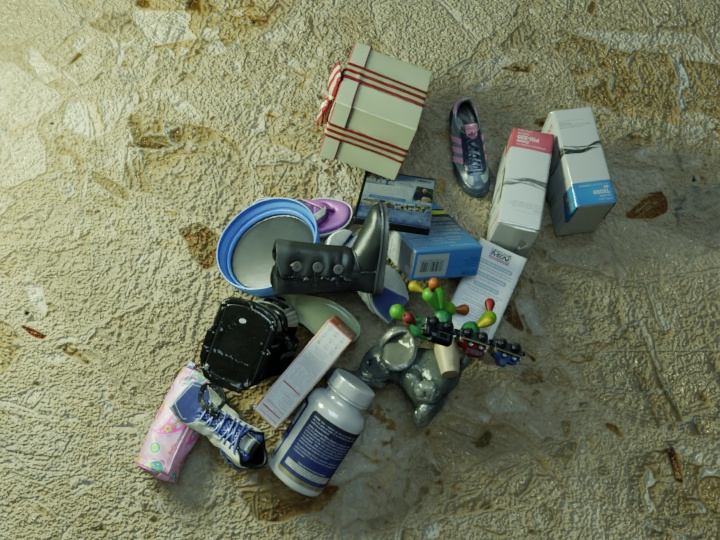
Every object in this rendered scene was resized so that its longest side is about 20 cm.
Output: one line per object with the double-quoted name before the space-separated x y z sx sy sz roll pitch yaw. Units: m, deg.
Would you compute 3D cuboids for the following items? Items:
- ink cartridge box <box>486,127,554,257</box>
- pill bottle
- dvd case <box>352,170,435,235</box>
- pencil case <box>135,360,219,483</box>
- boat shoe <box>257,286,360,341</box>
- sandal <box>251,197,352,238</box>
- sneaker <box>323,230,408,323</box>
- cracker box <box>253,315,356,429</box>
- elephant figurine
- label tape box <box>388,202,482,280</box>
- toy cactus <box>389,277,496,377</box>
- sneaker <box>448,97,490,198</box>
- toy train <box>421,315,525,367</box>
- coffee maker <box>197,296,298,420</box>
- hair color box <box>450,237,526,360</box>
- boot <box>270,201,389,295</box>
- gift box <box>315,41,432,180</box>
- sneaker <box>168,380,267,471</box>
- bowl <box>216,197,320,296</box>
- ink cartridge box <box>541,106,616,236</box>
"ink cartridge box" 0.300 -0.145 1.681 0.084 0.146 0.202 10 70 1
"pill bottle" -0.062 0.272 1.514 0.111 0.111 0.201 34 96 10
"dvd case" 0.067 -0.132 1.676 0.141 0.018 0.201 8 33 3
"pencil case" -0.315 0.267 1.555 0.087 0.088 0.202 24 73 7
"boat shoe" -0.090 0.076 1.637 0.199 0.061 0.073 22 96 6
"sandal" -0.114 -0.107 1.707 0.200 0.050 0.084 -1 71 -1
"sneaker" 0.000 0.000 1.653 0.081 0.115 0.200 -45 108 -9
"cracker box" -0.093 0.173 1.537 0.058 0.134 0.200 41 93 2
"elephant figurine" 0.068 0.170 1.578 0.199 0.143 0.155 35 33 20
"label tape box" 0.116 -0.058 1.655 0.142 0.067 0.200 -5 28 -24
"toy cactus" 0.153 0.099 1.533 0.198 0.102 0.167 10 57 -23
"sneaker" 0.214 -0.245 1.747 0.069 0.082 0.202 -11 72 -6
"toy train" 0.190 0.123 1.490 0.198 0.034 0.046 18 77 -18
"coffee maker" -0.197 0.137 1.524 0.135 0.200 0.192 44 95 8
"hair color box" 0.225 0.052 1.657 0.098 0.061 0.202 25 73 7
"boot" -0.054 -0.040 1.533 0.197 0.066 0.167 3 99 -9
"gift box" 0.018 -0.312 1.709 0.185 0.185 0.202 18 52 -5
"sneaker" -0.220 0.267 1.498 0.200 0.115 0.081 49 64 -21
"bowl" -0.167 -0.042 1.630 0.198 0.039 0.203 -10 55 14
"ink cartridge box" 0.409 -0.189 1.701 0.083 0.145 0.203 -7 72 -6
